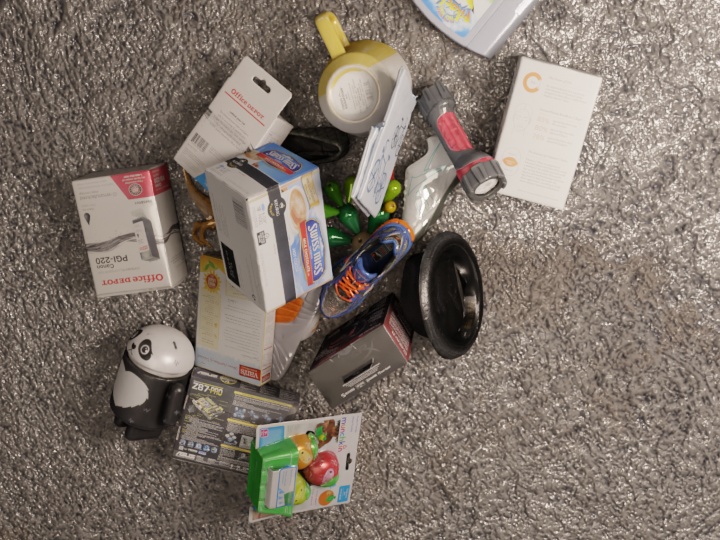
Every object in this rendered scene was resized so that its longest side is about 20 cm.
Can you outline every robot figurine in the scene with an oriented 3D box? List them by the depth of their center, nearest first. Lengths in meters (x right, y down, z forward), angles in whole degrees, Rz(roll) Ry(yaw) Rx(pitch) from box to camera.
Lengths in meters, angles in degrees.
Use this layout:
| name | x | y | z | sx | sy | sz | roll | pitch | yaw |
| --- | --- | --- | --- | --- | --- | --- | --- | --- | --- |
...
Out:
| name | x | y | z | sx | sy | sz | roll | pitch | yaw |
| --- | --- | --- | --- | --- | --- | --- | --- | --- | --- |
| robot figurine | -0.362 | 0.193 | 1.486 | 0.148 | 0.125 | 0.203 | 22 | 106 | 2 |

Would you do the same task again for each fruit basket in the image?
| name | x | y | z | sx | sy | sz | roll | pitch | yaw |
| --- | --- | --- | --- | --- | --- | --- | --- | --- | --- |
| fruit basket | -0.092 | 0.342 | 1.480 | 0.196 | 0.094 | 0.189 | 0 | 111 | -23 |

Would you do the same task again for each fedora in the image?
| name | x | y | z | sx | sy | sz | roll | pitch | yaw |
| --- | --- | --- | --- | --- | --- | --- | --- | --- | --- |
| fedora | 0.120 | 0.040 | 1.386 | 0.090 | 0.199 | 0.204 | -3 | 106 | 39 |

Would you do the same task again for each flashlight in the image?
| name | x | y | z | sx | sy | sz | roll | pitch | yaw |
| --- | --- | --- | --- | --- | --- | --- | --- | --- | --- |
| flashlight | 0.150 | -0.198 | 1.298 | 0.067 | 0.068 | 0.202 | -29 | 64 | 12 |

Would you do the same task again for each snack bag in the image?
| name | x | y | z | sx | sy | sz | roll | pitch | yaw |
| --- | --- | --- | --- | --- | --- | --- | --- | --- | --- |
| snack bag | 0.036 | -0.184 | 1.257 | 0.021 | 0.188 | 0.203 | 19 | 89 | 10 |

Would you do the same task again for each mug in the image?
| name | x | y | z | sx | sy | sz | roll | pitch | yaw |
| --- | --- | --- | --- | --- | --- | --- | --- | --- | --- |
| mug | -0.015 | -0.281 | 1.307 | 0.185 | 0.153 | 0.151 | 31 | 107 | -1 |

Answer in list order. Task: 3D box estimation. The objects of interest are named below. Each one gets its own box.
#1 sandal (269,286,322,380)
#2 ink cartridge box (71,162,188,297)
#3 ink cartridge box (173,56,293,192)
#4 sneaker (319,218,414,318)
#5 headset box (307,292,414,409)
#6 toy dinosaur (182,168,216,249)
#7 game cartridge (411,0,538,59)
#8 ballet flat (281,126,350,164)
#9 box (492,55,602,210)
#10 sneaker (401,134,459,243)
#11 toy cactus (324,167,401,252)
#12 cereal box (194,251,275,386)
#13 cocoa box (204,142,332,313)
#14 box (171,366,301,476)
| name | x | y | z | sx | sy | sz | roll | pitch | yaw |
| --- | --- | --- | --- | --- | --- | --- | --- | --- | --- |
| sandal | -0.114 | 0.091 | 1.465 | 0.079 | 0.059 | 0.209 | 37 | 117 | 20 |
| ink cartridge box | -0.385 | -0.067 | 1.446 | 0.143 | 0.085 | 0.204 | -7 | 105 | 9 |
| ink cartridge box | -0.190 | -0.219 | 1.365 | 0.116 | 0.068 | 0.201 | 40 | 99 | 18 |
| sneaker | 0.000 | 0.000 | 1.349 | 0.075 | 0.078 | 0.201 | 41 | 109 | 0 |
| headset box | 0.004 | 0.129 | 1.383 | 0.147 | 0.200 | 0.076 | -33 | 98 | 13 |
| toy dinosaur | -0.247 | -0.096 | 1.445 | 0.198 | 0.060 | 0.107 | 34 | 77 | 0 |
| game cartridge | 0.156 | -0.425 | 1.309 | 0.199 | 0.041 | 0.134 | 40 | 109 | -3 |
| ballet flat | -0.113 | -0.198 | 1.388 | 0.196 | 0.057 | 0.068 | -7 | 104 | 14 |
| box | 0.275 | -0.212 | 1.314 | 0.122 | 0.098 | 0.204 | 15 | 106 | 4 |
| sneaker | 0.100 | -0.124 | 1.382 | 0.080 | 0.070 | 0.202 | 34 | 102 | 12 |
| toy cactus | -0.007 | -0.072 | 1.398 | 0.198 | 0.102 | 0.167 | -29 | 109 | 5 |
| cereal box | -0.212 | 0.081 | 1.463 | 0.142 | 0.039 | 0.204 | 14 | 108 | 25 |
| cocoa box | -0.136 | -0.067 | 1.312 | 0.130 | 0.133 | 0.203 | -26 | 128 | -28 |
| box | -0.218 | 0.273 | 1.512 | 0.196 | 0.049 | 0.164 | 14 | 107 | -7 |
